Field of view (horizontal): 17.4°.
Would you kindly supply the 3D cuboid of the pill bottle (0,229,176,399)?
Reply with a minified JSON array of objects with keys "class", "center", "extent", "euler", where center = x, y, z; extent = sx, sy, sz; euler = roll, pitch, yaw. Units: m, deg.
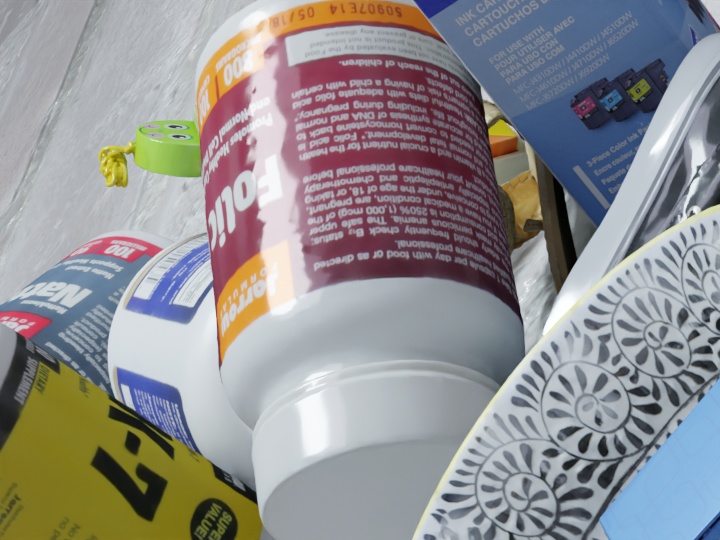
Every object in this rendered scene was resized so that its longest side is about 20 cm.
[{"class":"pill bottle","center":[-0.154,0.071,1.171],"extent":[0.120,0.120,0.200],"euler":[-38,2,40]}]

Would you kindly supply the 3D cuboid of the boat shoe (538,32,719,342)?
[{"class":"boat shoe","center":[0.122,0.009,0.834],"extent":[0.066,0.070,0.200],"euler":[15,73,45]}]

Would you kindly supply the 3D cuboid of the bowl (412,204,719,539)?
[{"class":"bowl","center":[0.103,0.085,0.686],"extent":[0.201,0.094,0.201],"euler":[-47,19,21]}]

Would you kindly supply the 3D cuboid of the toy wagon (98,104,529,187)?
[{"class":"toy wagon","center":[-0.023,-0.057,1.117],"extent":[0.155,0.200,0.040],"euler":[-118,33,-70]}]

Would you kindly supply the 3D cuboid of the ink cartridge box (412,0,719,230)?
[{"class":"ink cartridge box","center":[0.076,-0.113,0.925],"extent":[0.076,0.200,0.136],"euler":[-35,24,17]}]

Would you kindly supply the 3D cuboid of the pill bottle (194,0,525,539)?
[{"class":"pill bottle","center":[0.000,0.000,0.890],"extent":[0.114,0.114,0.200],"euler":[-38,47,39]}]

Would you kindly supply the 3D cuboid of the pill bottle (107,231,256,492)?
[{"class":"pill bottle","center":[-0.032,0.044,1.052],"extent":[0.120,0.120,0.200],"euler":[-57,19,-9]}]

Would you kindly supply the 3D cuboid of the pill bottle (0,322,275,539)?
[{"class":"pill bottle","center":[-0.105,0.117,0.971],"extent":[0.114,0.200,0.114],"euler":[-46,20,23]}]

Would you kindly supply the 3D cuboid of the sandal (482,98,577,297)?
[{"class":"sandal","center":[0.055,-0.042,1.020],"extent":[0.070,0.078,0.212],"euler":[-10,32,9]}]

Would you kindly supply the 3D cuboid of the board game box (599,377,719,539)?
[{"class":"board game box","center":[0.175,0.029,0.521],"extent":[0.200,0.152,0.045],"euler":[-50,18,10]}]
